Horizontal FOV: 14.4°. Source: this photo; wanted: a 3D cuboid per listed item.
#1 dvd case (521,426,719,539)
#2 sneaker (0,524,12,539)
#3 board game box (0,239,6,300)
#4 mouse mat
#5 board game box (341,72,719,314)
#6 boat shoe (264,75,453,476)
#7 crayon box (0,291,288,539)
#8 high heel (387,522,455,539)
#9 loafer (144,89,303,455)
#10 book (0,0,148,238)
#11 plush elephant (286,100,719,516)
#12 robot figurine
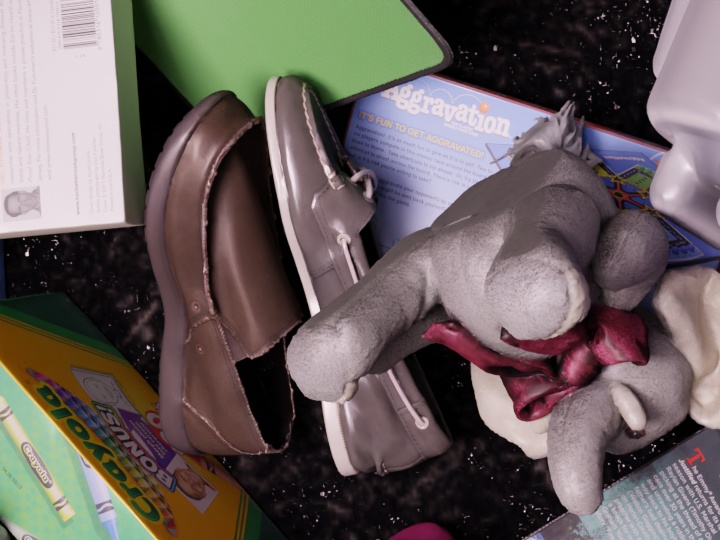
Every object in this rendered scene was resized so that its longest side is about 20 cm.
[{"bbox_3d":[0.124,0.177,1.303,0.199,0.022,0.146,-31,86,-12],"label":"dvd case"},{"bbox_3d":[-0.226,0.140,1.410,0.112,0.200,0.073,30,81,17],"label":"sneaker"},{"bbox_3d":[-0.284,-0.046,1.508,0.199,0.034,0.136,-1,93,22],"label":"board game box"},{"bbox_3d":[-0.061,-0.135,1.337,0.161,0.008,0.200,48,149,-19],"label":"mouse mat"},{"bbox_3d":[0.081,-0.027,1.369,0.199,0.019,0.103,20,103,20],"label":"board game box"},{"bbox_3d":[0.000,0.000,1.364,0.057,0.067,0.201,-10,101,10],"label":"boat shoe"},{"bbox_3d":[-0.128,0.103,1.410,0.200,0.119,0.058,47,108,13],"label":"crayon box"},{"bbox_3d":[-0.016,0.214,1.383,0.067,0.096,0.201,29,104,18],"label":"high heel"},{"bbox_3d":[-0.055,0.005,1.377,0.071,0.073,0.201,17,128,25],"label":"loafer"},{"bbox_3d":[-0.205,-0.079,1.366,0.199,0.048,0.134,-5,87,16],"label":"book"},{"bbox_3d":[0.091,0.034,1.286,0.164,0.200,0.155,-21,109,35],"label":"plush elephant"},{"bbox_3d":[0.199,-0.103,1.253,0.169,0.113,0.201,20,85,43],"label":"robot figurine"}]
